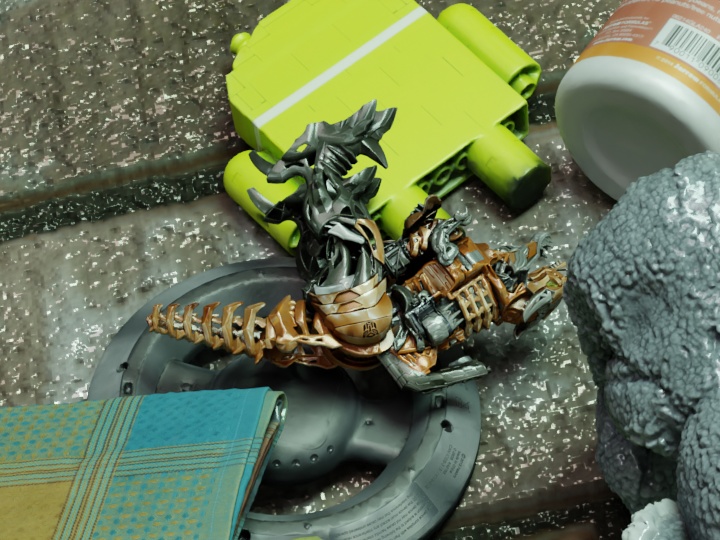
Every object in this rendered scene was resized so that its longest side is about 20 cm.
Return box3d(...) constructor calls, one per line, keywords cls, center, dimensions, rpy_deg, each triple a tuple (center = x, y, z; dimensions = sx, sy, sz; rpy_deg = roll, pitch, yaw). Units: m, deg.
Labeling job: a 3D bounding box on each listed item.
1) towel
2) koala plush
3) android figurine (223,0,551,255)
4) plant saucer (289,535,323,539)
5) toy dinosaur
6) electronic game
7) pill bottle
box3d(cls="towel", center=(-0.141, 0.107, 1.111), dimensions=(0.199, 0.022, 0.147), rpy_deg=(-6, 30, 16))
box3d(cls="koala plush", center=(0.176, 0.070, 1.047), dimensions=(0.177, 0.184, 0.201), rpy_deg=(-19, 43, 13))
box3d(cls="android figurine", center=(0.007, -0.086, 1.313), dimensions=(0.182, 0.041, 0.200), rpy_deg=(-37, 58, -18))
box3d(cls="plant saucer", center=(-0.039, 0.209, 1.019), dimensions=(0.199, 0.048, 0.200), rpy_deg=(-13, 37, -39))
box3d(cls="toy dinosaur", center=(0.000, 0.000, 1.175), dimensions=(0.199, 0.102, 0.136), rpy_deg=(-3, 66, -31))
box3d(cls="electronic game", center=(-0.039, 0.074, 1.195), dimensions=(0.199, 0.042, 0.201), rpy_deg=(1, 51, -1))
box3d(cls="pill bottle", center=(0.198, -0.129, 1.271), dimensions=(0.112, 0.112, 0.200), rpy_deg=(25, 60, 25))
